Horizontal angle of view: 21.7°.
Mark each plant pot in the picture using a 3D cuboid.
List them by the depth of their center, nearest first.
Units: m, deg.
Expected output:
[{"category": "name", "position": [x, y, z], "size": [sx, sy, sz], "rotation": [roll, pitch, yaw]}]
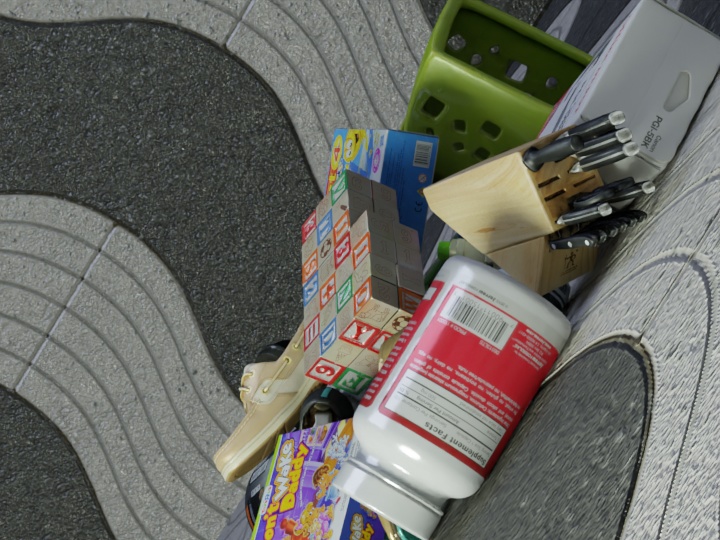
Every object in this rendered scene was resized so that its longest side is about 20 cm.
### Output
[{"category": "plant pot", "position": [0.140, -0.159, 2.038], "size": [0.200, 0.199, 0.182], "rotation": [-68, 4, -60]}]

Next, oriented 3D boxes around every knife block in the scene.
[{"category": "knife block", "position": [0.138, -0.078, 1.462], "size": [0.064, 0.200, 0.176], "rotation": [-25, -42, -28]}]

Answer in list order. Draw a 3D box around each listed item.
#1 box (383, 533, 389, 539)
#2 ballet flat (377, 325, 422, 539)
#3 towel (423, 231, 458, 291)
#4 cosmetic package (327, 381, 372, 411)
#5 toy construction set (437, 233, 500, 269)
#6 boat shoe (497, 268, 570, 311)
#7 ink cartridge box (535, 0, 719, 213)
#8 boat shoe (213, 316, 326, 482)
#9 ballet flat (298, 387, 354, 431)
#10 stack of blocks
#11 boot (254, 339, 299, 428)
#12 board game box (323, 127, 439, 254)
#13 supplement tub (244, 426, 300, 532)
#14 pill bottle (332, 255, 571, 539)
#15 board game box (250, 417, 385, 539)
[{"category": "box", "position": [0.043, 0.174, 1.629], "size": [0.200, 0.049, 0.082], "rotation": [-58, 3, 3]}, {"category": "ballet flat", "position": [0.035, 0.140, 1.529], "size": [0.063, 0.069, 0.200], "rotation": [-20, 51, 42]}, {"category": "towel", "position": [0.102, 0.008, 1.954], "size": [0.153, 0.023, 0.200], "rotation": [-54, -15, -16]}, {"category": "cosmetic package", "position": [0.030, 0.120, 1.828], "size": [0.085, 0.108, 0.200], "rotation": [-59, 2, -14]}, {"category": "toy construction set", "position": [0.113, 0.018, 1.782], "size": [0.200, 0.092, 0.131], "rotation": [94, -178, -81]}, {"category": "boat shoe", "position": [0.096, 0.056, 1.580], "size": [0.091, 0.071, 0.200], "rotation": [-60, 14, -24]}, {"category": "ink cartridge box", "position": [0.205, -0.115, 1.563], "size": [0.147, 0.083, 0.200], "rotation": [-59, 3, -29]}, {"category": "boat shoe", "position": [-0.081, 0.112, 1.776], "size": [0.200, 0.069, 0.074], "rotation": [-49, -8, -26]}, {"category": "ballet flat", "position": [-0.038, 0.207, 1.710], "size": [0.068, 0.068, 0.200], "rotation": [43, -135, -82]}, {"category": "stack of blocks", "position": [0.000, 0.000, 1.727], "size": [0.115, 0.059, 0.200], "rotation": [-50, 29, 35]}, {"category": "boot", "position": [-0.017, 0.104, 2.006], "size": [0.079, 0.211, 0.158], "rotation": [-3, 48, 41]}, {"category": "board game box", "position": [0.010, -0.045, 1.919], "size": [0.196, 0.056, 0.200], "rotation": [-167, 85, -73]}, {"category": "supplement tub", "position": [-0.046, 0.223, 1.866], "size": [0.123, 0.122, 0.200], "rotation": [-59, 3, -21]}, {"category": "pill bottle", "position": [0.065, 0.099, 1.424], "size": [0.200, 0.112, 0.112], "rotation": [-58, 3, -6]}, {"category": "board game box", "position": [-0.038, 0.229, 1.579], "size": [0.134, 0.045, 0.200], "rotation": [-19, 49, 50]}]
